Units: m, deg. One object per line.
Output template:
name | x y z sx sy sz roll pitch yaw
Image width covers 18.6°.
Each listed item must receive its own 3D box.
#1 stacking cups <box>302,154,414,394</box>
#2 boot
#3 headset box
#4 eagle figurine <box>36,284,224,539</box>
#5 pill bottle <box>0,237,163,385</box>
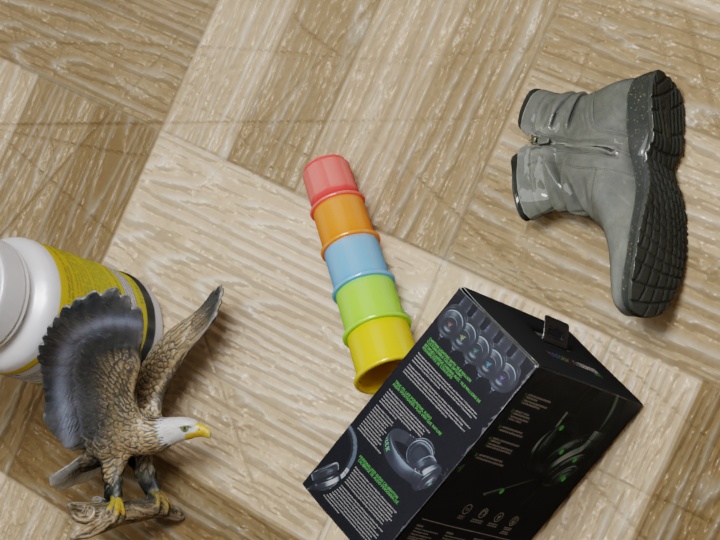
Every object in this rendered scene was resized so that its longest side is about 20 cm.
stacking cups | 0.000 0.000 1.756 0.060 0.060 0.201 -31 57 23
boot | 0.175 -0.051 1.649 0.130 0.068 0.201 -11 64 36
headset box | 0.088 0.119 1.584 0.200 0.174 0.093 -52 57 12
eagle figurine | -0.184 0.110 1.794 0.150 0.152 0.201 -2 93 -3
pill bottle | -0.266 0.037 1.828 0.114 0.200 0.115 -10 72 31
